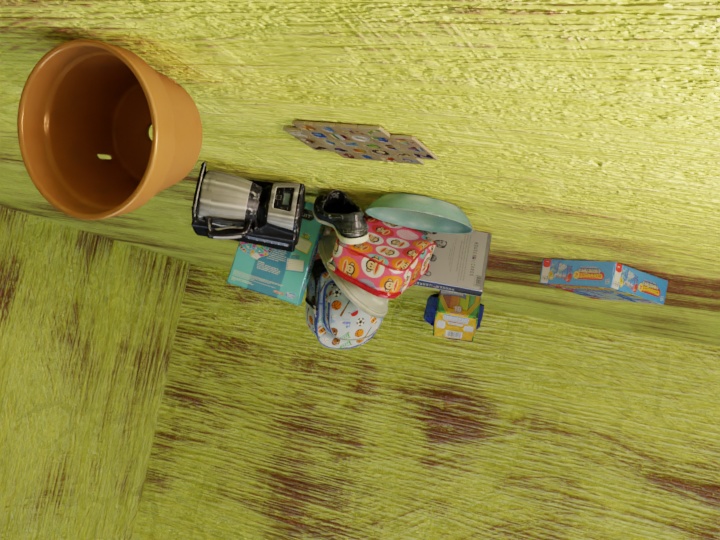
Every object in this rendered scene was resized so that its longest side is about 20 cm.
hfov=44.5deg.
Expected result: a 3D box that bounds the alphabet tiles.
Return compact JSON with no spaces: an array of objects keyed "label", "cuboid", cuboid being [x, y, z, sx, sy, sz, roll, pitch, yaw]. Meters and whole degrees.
[{"label":"alphabet tiles","cuboid":[0.000,-0.177,1.222,0.199,0.006,0.166,8,174,26]}]

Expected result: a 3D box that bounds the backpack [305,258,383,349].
[{"label":"backpack","cuboid":[-0.030,0.077,1.923,0.199,0.191,0.154,-1,-152,-19]}]

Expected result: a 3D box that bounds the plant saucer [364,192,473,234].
[{"label":"plant saucer","cuboid":[0.108,-0.105,1.587,0.199,0.036,0.200,10,175,1]}]

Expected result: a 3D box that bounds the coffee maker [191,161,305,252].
[{"label":"coffee maker","cuboid":[-0.207,-0.116,1.655,0.199,0.136,0.192,11,-179,-5]}]

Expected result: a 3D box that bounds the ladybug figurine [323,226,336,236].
[{"label":"ladybug figurine","cuboid":[0.008,-0.073,1.890,0.199,0.072,0.135,16,180,-41]}]

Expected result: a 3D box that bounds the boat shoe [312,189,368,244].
[{"label":"boat shoe","cuboid":[-0.040,-0.113,1.622,0.074,0.066,0.199,-11,-153,-13]}]

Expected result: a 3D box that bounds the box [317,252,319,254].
[{"label":"box","cuboid":[-0.102,-0.081,1.937,0.119,0.041,0.200,49,-168,27]}]

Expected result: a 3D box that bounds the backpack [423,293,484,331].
[{"label":"backpack","cuboid":[0.334,0.171,3.325,0.162,0.169,0.199,24,171,-41]}]

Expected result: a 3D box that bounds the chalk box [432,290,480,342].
[{"label":"chalk box","cuboid":[0.288,0.088,2.581,0.124,0.201,0.124,8,141,5]}]

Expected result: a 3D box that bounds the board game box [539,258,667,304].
[{"label":"board game box","cuboid":[0.536,0.024,1.947,0.195,0.056,0.200,15,174,-36]}]

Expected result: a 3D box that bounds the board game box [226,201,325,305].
[{"label":"board game box","cuboid":[-0.162,-0.049,1.742,0.150,0.201,0.047,17,180,7]}]

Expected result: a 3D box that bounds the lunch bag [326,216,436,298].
[{"label":"lunch bag","cuboid":[0.032,-0.036,1.645,0.176,0.082,0.200,27,-151,17]}]

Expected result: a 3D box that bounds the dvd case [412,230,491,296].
[{"label":"dvd case","cuboid":[0.153,-0.029,1.747,0.199,0.151,0.025,11,143,6]}]

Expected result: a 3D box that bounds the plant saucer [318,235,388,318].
[{"label":"plant saucer","cuboid":[0.000,0.000,1.736,0.050,0.201,0.200,-39,153,18]}]

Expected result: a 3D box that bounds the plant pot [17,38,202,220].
[{"label":"plant pot","cuboid":[-0.283,-0.166,1.046,0.199,0.201,0.140,9,-169,22]}]

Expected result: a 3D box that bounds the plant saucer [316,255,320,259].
[{"label":"plant saucer","cuboid":[-0.053,-0.041,2.051,0.199,0.051,0.201,13,-145,-9]}]
